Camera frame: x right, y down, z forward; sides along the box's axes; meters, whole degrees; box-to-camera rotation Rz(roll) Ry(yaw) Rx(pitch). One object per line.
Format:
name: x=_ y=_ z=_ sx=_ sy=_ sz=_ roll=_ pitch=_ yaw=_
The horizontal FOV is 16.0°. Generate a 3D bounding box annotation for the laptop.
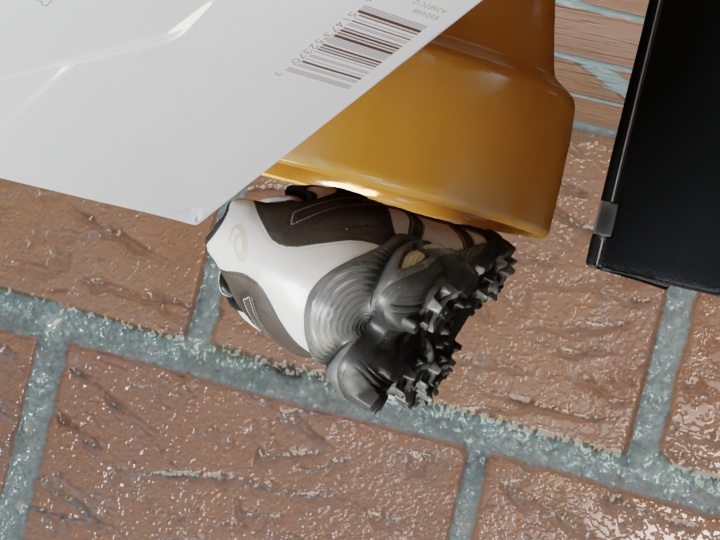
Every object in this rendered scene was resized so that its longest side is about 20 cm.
laptop: x=0.175 y=-0.078 z=1.076 sx=0.115 sy=0.189 sz=0.200 roll=15 pitch=-179 yaw=21

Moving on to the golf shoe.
golf shoe: x=0.000 y=0.000 z=0.954 sx=0.094 sy=0.078 sz=0.200 roll=31 pitch=-179 yaw=10

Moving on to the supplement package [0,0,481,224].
supplement package: x=-0.049 y=-0.121 z=0.709 sx=0.155 sy=0.112 sz=0.200 roll=13 pitch=142 yaw=-45

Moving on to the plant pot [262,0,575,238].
plant pot: x=-0.004 y=-0.125 z=0.969 sx=0.199 sy=0.185 sz=0.200 roll=14 pitch=180 yaw=0
